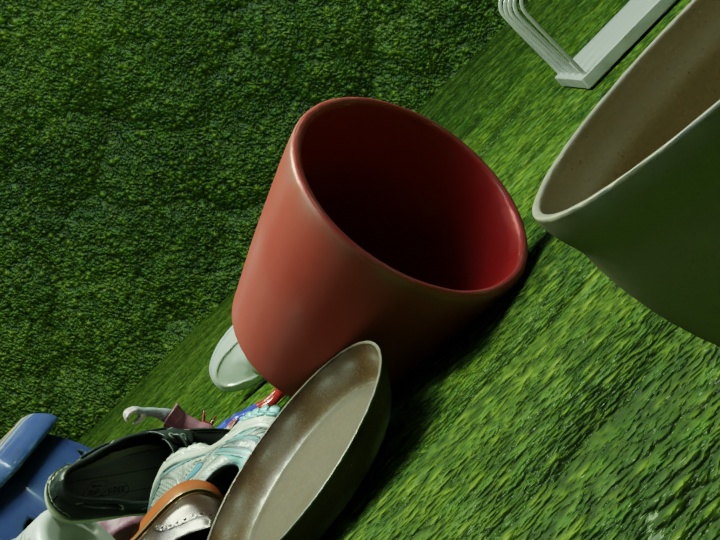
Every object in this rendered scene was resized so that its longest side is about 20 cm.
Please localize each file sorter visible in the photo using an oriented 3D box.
[{"bbox_3d":[0.235,-0.286,1.835,0.139,0.124,0.200,-46,6,4],"label":"file sorter"}]

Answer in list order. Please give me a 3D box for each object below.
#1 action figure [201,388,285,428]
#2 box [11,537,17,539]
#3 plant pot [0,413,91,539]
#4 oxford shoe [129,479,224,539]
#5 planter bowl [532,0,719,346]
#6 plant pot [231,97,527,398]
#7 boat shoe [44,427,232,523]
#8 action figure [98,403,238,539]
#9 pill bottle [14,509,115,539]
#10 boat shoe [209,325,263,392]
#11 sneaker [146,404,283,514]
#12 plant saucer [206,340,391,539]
[{"bbox_3d":[-0.153,0.180,1.797,0.200,0.052,0.065,-48,10,0],"label":"action figure"},{"bbox_3d":[-0.383,0.346,1.732,0.078,0.095,0.199,-53,-18,27],"label":"box"},{"bbox_3d":[-0.390,0.295,2.019,0.200,0.180,0.200,-43,7,16],"label":"plant pot"},{"bbox_3d":[-0.173,0.254,1.335,0.201,0.071,0.073,-54,23,6],"label":"oxford shoe"},{"bbox_3d":[0.174,-0.042,0.573,0.200,0.135,0.200,-45,5,5],"label":"planter bowl"},{"bbox_3d":[0.000,0.000,1.320,0.178,0.200,0.201,-55,-1,37],"label":"plant pot"},{"bbox_3d":[-0.177,0.173,1.518,0.197,0.075,0.066,-6,-21,-15],"label":"boat shoe"},{"bbox_3d":[-0.172,0.205,1.668,0.199,0.135,0.149,-28,-29,26],"label":"action figure"},{"bbox_3d":[-0.303,0.318,1.545,0.200,0.120,0.120,-43,6,16],"label":"pill bottle"},{"bbox_3d":[-0.112,0.081,2.021,0.200,0.074,0.067,-42,4,25],"label":"boat shoe"},{"bbox_3d":[-0.125,0.185,1.423,0.200,0.078,0.086,-42,10,37],"label":"sneaker"},{"bbox_3d":[-0.039,0.140,1.203,0.200,0.032,0.200,-48,14,16],"label":"plant saucer"}]
